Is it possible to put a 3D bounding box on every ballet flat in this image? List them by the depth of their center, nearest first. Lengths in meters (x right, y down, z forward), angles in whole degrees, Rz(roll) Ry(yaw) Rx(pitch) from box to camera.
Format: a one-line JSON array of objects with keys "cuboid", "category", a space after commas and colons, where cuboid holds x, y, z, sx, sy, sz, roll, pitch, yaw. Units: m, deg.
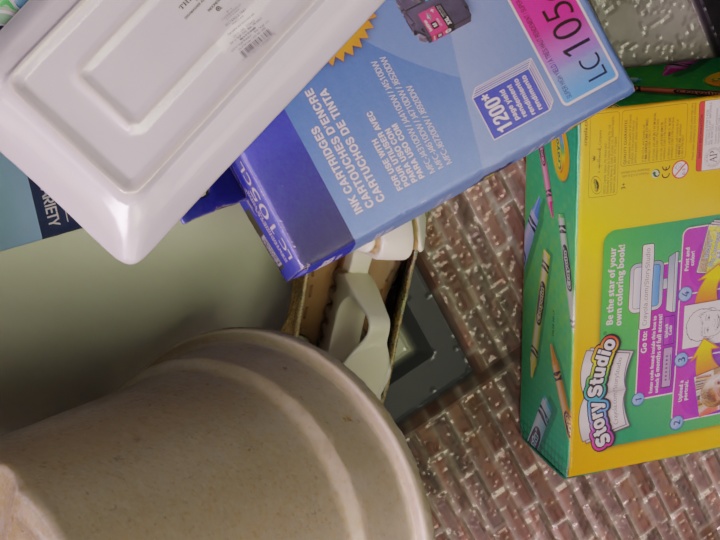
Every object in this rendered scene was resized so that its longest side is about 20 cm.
[{"cuboid": [0.000, 0.000, 0.873, 0.071, 0.071, 0.200, 6, 107, -25], "category": "ballet flat"}]

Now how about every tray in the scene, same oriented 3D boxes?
[{"cuboid": [-0.065, -0.109, 0.749, 0.107, 0.022, 0.200, 43, 82, -2], "category": "tray"}]

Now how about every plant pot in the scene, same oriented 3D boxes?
[{"cuboid": [-0.099, 0.131, 0.766, 0.183, 0.200, 0.201, -6, 116, -55], "category": "plant pot"}]

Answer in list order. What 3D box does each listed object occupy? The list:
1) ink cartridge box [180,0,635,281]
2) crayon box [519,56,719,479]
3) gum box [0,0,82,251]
[{"cuboid": [-0.003, -0.086, 0.805, 0.200, 0.076, 0.137, -29, 90, -8], "category": "ink cartridge box"}, {"cuboid": [0.147, -0.001, 0.938, 0.119, 0.058, 0.200, -8, 113, -19], "category": "crayon box"}, {"cuboid": [-0.222, -0.075, 0.762, 0.200, 0.045, 0.170, -17, 117, -15], "category": "gum box"}]
